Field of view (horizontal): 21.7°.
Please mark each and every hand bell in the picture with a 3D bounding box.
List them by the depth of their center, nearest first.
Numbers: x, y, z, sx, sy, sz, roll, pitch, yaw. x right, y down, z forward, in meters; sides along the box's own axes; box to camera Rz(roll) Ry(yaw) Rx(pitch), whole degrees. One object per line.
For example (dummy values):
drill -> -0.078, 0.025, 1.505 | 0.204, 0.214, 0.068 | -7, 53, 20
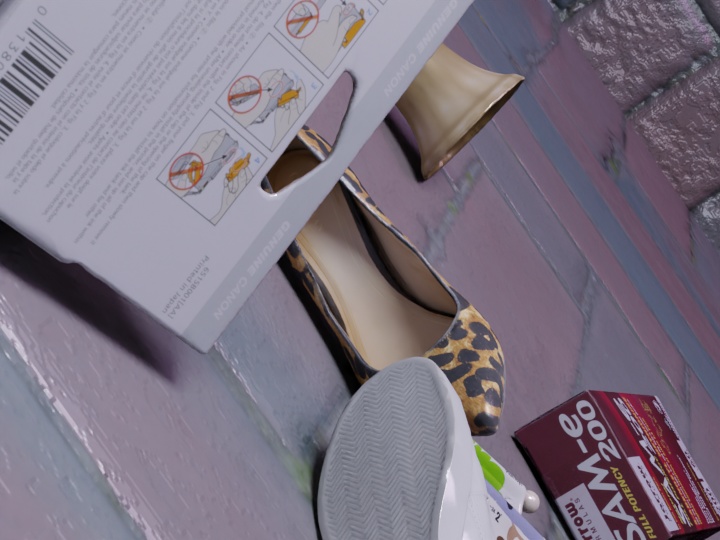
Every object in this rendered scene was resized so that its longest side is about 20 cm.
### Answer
hand bell -> 0.015, -0.174, 1.378 | 0.200, 0.104, 0.104 | 46, 15, 3

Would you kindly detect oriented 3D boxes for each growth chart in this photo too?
growth chart -> 0.087, 0.170, 0.989 | 0.145, 0.018, 0.200 | 41, 24, -43

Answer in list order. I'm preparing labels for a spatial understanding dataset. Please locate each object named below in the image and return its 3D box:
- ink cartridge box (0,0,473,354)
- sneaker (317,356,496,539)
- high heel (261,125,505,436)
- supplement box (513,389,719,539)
ink cartridge box -> -0.062, -0.089, 0.720 | 0.044, 0.200, 0.174 | 35, -4, 43
sneaker -> 0.042, 0.142, 0.824 | 0.116, 0.074, 0.200 | 46, 28, -38
high heel -> 0.000, 0.000, 0.946 | 0.143, 0.071, 0.200 | 54, -2, -34
supplement box -> 0.179, 0.140, 1.252 | 0.109, 0.061, 0.200 | 61, 17, 15
